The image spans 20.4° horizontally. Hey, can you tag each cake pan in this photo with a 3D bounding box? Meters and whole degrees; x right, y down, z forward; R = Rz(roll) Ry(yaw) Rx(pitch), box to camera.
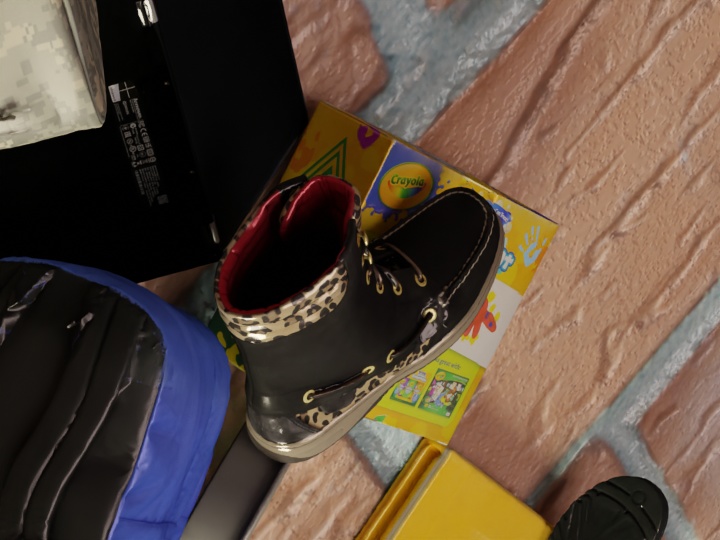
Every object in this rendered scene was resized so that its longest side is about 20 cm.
[{"bbox_3d":[-0.088,0.162,1.207,0.201,0.037,0.200,-60,179,-1],"label":"cake pan"}]

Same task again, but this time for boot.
[{"bbox_3d":[0.000,0.000,1.111,0.200,0.073,0.151,-42,149,-15],"label":"boot"},{"bbox_3d":[0.194,0.250,1.561,0.199,0.073,0.162,-56,148,9],"label":"boot"}]

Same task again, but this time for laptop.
[{"bbox_3d":[-0.130,-0.103,1.114,0.198,0.116,0.188,-16,127,-3],"label":"laptop"}]

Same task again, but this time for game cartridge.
[{"bbox_3d":[0.056,0.232,1.474,0.177,0.032,0.200,-55,141,-5],"label":"game cartridge"}]

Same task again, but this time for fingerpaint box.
[{"bbox_3d":[0.016,0.006,1.267,0.199,0.073,0.168,21,97,-52],"label":"fingerpaint box"}]

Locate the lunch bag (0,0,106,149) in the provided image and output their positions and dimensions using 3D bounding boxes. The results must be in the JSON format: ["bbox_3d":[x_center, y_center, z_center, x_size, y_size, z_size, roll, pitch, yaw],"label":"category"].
[{"bbox_3d":[-0.215,-0.144,0.915,0.166,0.140,0.201,-11,126,-1],"label":"lunch bag"}]

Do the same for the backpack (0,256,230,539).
[{"bbox_3d":[-0.161,0.097,1.065,0.168,0.161,0.202,14,93,-72],"label":"backpack"}]
